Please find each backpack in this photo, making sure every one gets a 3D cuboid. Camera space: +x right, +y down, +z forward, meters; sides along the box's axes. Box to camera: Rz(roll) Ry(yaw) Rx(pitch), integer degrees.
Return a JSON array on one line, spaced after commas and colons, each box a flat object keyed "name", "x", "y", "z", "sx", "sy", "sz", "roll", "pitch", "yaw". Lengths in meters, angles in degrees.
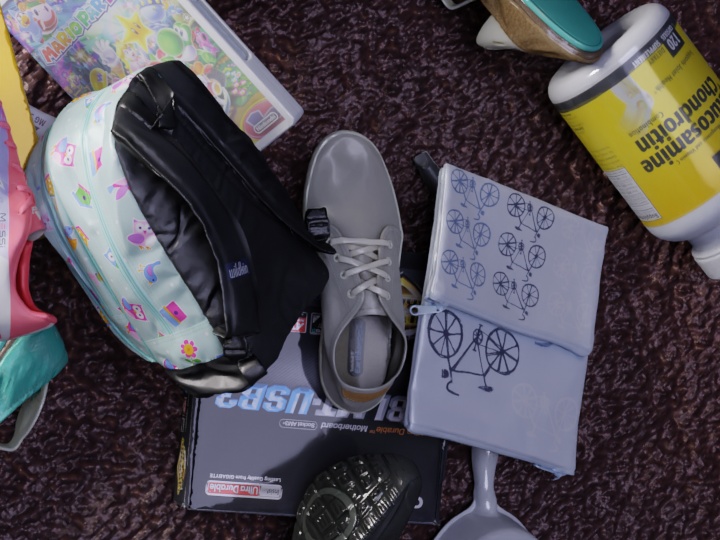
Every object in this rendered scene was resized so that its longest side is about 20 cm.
[{"name": "backpack", "x": -0.123, "y": -0.031, "z": 1.091, "sx": 0.201, "sy": 0.126, "sz": 0.167, "roll": 55, "pitch": 32, "yaw": -20}]

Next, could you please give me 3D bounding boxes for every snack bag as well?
[{"name": "snack bag", "x": 0.111, "y": 0.041, "z": 1.237, "sx": 0.188, "sy": 0.021, "sz": 0.202, "roll": 20, "pitch": 75, "yaw": -39}]

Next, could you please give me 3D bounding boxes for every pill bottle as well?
[{"name": "pill bottle", "x": 0.242, "y": -0.095, "z": 1.279, "sx": 0.112, "sy": 0.112, "sz": 0.200, "roll": -42, "pitch": 101, "yaw": -14}]

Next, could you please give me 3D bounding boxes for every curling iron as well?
[{"name": "curling iron", "x": 0.090, "y": 0.001, "z": 1.271, "sx": 0.049, "sy": 0.026, "sz": 0.201, "roll": -28, "pitch": 97, "yaw": -23}]

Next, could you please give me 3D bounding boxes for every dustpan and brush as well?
[{"name": "dustpan and brush", "x": 0.098, "y": 0.208, "z": 1.264, "sx": 0.138, "sy": 0.057, "sz": 0.202, "roll": 3, "pitch": 94, "yaw": -29}]

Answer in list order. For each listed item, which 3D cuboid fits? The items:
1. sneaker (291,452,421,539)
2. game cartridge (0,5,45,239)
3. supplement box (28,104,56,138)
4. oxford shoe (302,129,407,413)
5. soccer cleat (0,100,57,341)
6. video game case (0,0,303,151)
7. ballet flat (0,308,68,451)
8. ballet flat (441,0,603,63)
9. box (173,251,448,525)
[{"name": "sneaker", "x": -0.010, "y": 0.210, "z": 1.189, "sx": 0.090, "sy": 0.076, "sz": 0.201, "roll": 19, "pitch": 120, "yaw": -34}, {"name": "game cartridge", "x": -0.312, "y": -0.084, "z": 1.080, "sx": 0.198, "sy": 0.032, "sz": 0.178, "roll": -16, "pitch": 94, "yaw": -16}, {"name": "supplement box", "x": -0.299, "y": -0.037, "z": 1.129, "sx": 0.108, "sy": 0.061, "sz": 0.201, "roll": 27, "pitch": 82, "yaw": -16}, {"name": "oxford shoe", "x": 0.000, "y": 0.000, "z": 1.180, "sx": 0.074, "sy": 0.058, "sz": 0.202, "roll": -1, "pitch": 86, "yaw": -15}, {"name": "soccer cleat", "x": -0.234, "y": -0.055, "z": 1.049, "sx": 0.076, "sy": 0.067, "sz": 0.202, "roll": -3, "pitch": 95, "yaw": 0}, {"name": "video game case", "x": -0.150, "y": -0.146, "z": 1.145, "sx": 0.200, "sy": 0.143, "sz": 0.018, "roll": 47, "pitch": 43, "yaw": -11}, {"name": "ballet flat", "x": -0.270, "y": 0.115, "z": 1.136, "sx": 0.070, "sy": 0.067, "sz": 0.200, "roll": 44, "pitch": 78, "yaw": -27}, {"name": "ballet flat", "x": 0.095, "y": -0.213, "z": 1.242, "sx": 0.200, "sy": 0.072, "sz": 0.068, "roll": 47, "pitch": 37, "yaw": 7}, {"name": "box", "x": -0.030, "y": 0.080, "z": 1.222, "sx": 0.198, "sy": 0.050, "sz": 0.201, "roll": 7, "pitch": 86, "yaw": -17}]
